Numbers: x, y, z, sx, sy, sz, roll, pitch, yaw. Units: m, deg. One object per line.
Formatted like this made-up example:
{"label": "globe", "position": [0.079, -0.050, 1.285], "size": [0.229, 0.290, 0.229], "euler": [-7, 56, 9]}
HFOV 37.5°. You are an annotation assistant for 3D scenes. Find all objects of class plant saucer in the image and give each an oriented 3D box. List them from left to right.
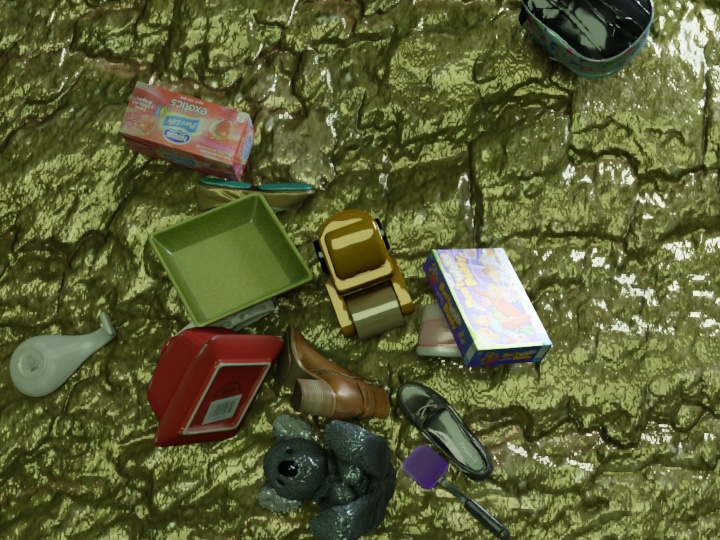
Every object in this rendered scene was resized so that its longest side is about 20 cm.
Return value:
{"label": "plant saucer", "position": [-0.205, -0.009, 1.672], "size": [0.199, 0.048, 0.200], "euler": [-23, 58, -18]}

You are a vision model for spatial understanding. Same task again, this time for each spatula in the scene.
{"label": "spatula", "position": [0.155, 0.352, 1.661], "size": [0.200, 0.021, 0.057], "euler": [39, 87, 9]}

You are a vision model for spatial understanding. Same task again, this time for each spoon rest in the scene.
{"label": "spoon rest", "position": [-0.481, 0.133, 1.724], "size": [0.200, 0.061, 0.099], "euler": [-27, 76, 9]}

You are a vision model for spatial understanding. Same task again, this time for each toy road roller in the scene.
{"label": "toy road roller", "position": [0.000, 0.000, 1.686], "size": [0.123, 0.146, 0.200], "euler": [-20, 77, -3]}

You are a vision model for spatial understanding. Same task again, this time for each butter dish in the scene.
{"label": "butter dish", "position": [-0.249, 0.154, 1.629], "size": [0.148, 0.200, 0.200], "euler": [35, 105, 28]}

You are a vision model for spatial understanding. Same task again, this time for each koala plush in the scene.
{"label": "koala plush", "position": [-0.063, 0.313, 1.626], "size": [0.200, 0.184, 0.178], "euler": [5, 83, 25]}

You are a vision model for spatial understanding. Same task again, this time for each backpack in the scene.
{"label": "backpack", "position": [0.381, -0.421, 1.772], "size": [0.178, 0.151, 0.200], "euler": [-45, 72, -6]}

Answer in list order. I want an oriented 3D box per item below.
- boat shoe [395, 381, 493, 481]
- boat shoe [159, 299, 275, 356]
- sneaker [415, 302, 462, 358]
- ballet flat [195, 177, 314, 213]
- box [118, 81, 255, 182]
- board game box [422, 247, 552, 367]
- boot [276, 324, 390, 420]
{"label": "boat shoe", "position": [0.134, 0.248, 1.668], "size": [0.067, 0.057, 0.200], "euler": [-42, 79, -8]}
{"label": "boat shoe", "position": [-0.227, 0.098, 1.713], "size": [0.200, 0.071, 0.070], "euler": [-34, 84, -8]}
{"label": "sneaker", "position": [0.190, 0.090, 1.694], "size": [0.200, 0.075, 0.105], "euler": [3, 82, 7]}
{"label": "ballet flat", "position": [-0.176, -0.118, 1.773], "size": [0.200, 0.069, 0.063], "euler": [4, 105, 5]}
{"label": "box", "position": [-0.287, -0.230, 1.775], "size": [0.200, 0.103, 0.095], "euler": [17, 78, 4]}
{"label": "board game box", "position": [0.195, 0.054, 1.655], "size": [0.134, 0.045, 0.200], "euler": [-2, 50, -26]}
{"label": "boot", "position": [-0.043, 0.163, 1.679], "size": [0.155, 0.200, 0.077], "euler": [9, 114, -24]}
